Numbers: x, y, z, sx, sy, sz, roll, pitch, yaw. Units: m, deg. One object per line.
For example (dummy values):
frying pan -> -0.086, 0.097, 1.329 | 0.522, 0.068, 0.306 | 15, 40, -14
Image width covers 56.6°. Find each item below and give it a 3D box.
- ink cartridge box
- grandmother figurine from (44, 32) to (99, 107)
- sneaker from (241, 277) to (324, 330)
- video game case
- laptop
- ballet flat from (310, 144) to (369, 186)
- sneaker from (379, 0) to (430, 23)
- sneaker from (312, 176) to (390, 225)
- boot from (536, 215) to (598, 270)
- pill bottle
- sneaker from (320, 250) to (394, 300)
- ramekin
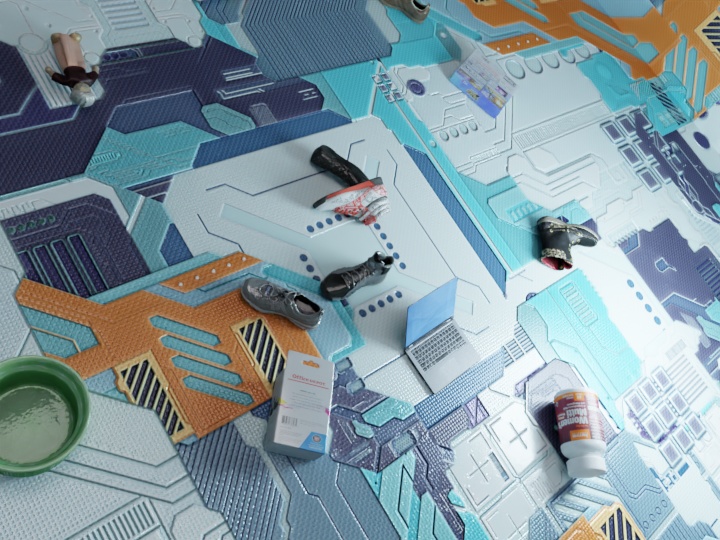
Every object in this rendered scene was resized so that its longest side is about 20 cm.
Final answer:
ink cartridge box -> -0.125, 0.282, 1.402 | 0.114, 0.068, 0.202 | 18, 57, -18
grandmother figurine -> -0.666, -0.463, 1.553 | 0.120, 0.061, 0.202 | -17, 69, -25
sneaker -> -0.169, 0.061, 1.497 | 0.198, 0.082, 0.075 | 24, 54, -14
video game case -> 0.411, -0.620, 2.214 | 0.200, 0.045, 0.182 | 40, 51, -1
laptop -> 0.206, 0.155, 1.618 | 0.186, 0.116, 0.201 | -28, 78, -35
ballet flat -> -0.043, -0.257, 1.776 | 0.199, 0.057, 0.067 | 38, 37, -11
sneaker -> 0.141, -0.902, 2.215 | 0.198, 0.076, 0.071 | 26, 54, -13
sneaker -> -0.016, -0.159, 1.711 | 0.200, 0.067, 0.109 | -22, 95, -20
boot -> 0.616, -0.069, 1.989 | 0.198, 0.073, 0.152 | 19, 54, -12
pill bottle -> 0.547, 0.402, 1.660 | 0.108, 0.110, 0.202 | 13, 57, -20
sneaker -> 0.000, 0.000, 1.599 | 0.199, 0.116, 0.076 | -22, 74, -35
ramekin -> -0.576, 0.258, 1.160 | 0.198, 0.098, 0.202 | 13, 57, -21
